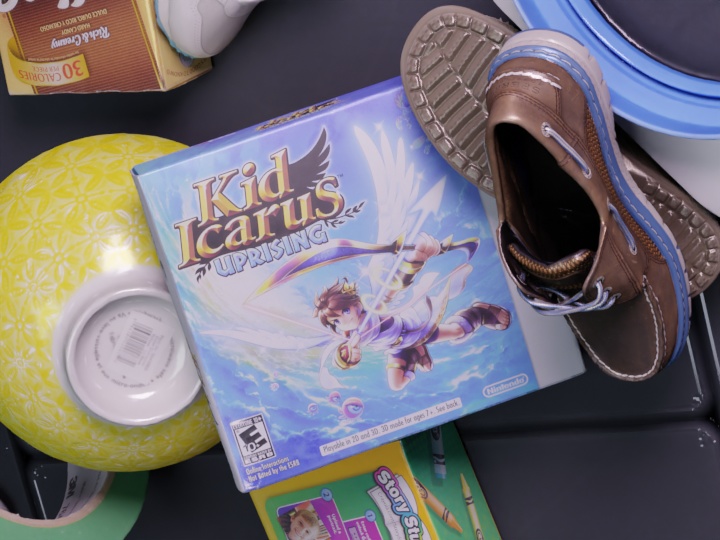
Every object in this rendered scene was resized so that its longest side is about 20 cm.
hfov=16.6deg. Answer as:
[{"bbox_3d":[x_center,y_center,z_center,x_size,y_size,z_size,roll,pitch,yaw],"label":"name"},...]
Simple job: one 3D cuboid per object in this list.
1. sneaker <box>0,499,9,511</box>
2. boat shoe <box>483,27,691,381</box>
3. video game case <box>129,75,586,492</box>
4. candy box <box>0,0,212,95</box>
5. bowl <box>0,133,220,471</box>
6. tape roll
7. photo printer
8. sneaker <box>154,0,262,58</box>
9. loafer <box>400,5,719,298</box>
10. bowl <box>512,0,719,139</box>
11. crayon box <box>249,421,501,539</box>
[{"bbox_3d":[-0.309,0.218,1.643,0.075,0.082,0.200,41,125,12],"label":"sneaker"},{"bbox_3d":[0.100,-0.016,1.192,0.072,0.072,0.200,-6,126,33],"label":"boat shoe"},{"bbox_3d":[0.000,0.000,1.315,0.200,0.045,0.182,-19,99,-6],"label":"video game case"},{"bbox_3d":[-0.160,-0.202,1.403,0.116,0.056,0.201,0,110,31],"label":"candy box"},{"bbox_3d":[-0.128,0.032,1.379,0.200,0.108,0.201,-3,107,-10],"label":"bowl"},{"bbox_3d":[-0.217,0.092,1.462,0.048,0.200,0.201,-32,90,38],"label":"tape roll"},{"bbox_3d":[0.179,-0.131,1.209,0.200,0.069,0.166,46,125,9],"label":"photo printer"},{"bbox_3d":[-0.045,-0.184,1.326,0.081,0.076,0.200,41,126,10],"label":"sneaker"},{"bbox_3d":[0.103,-0.059,1.272,0.200,0.068,0.076,43,103,2],"label":"loafer"},{"bbox_3d":[0.151,-0.159,1.130,0.200,0.039,0.201,20,127,30],"label":"bowl"},{"bbox_3d":[0.027,0.188,1.435,0.119,0.058,0.200,-17,99,35],"label":"crayon box"}]
